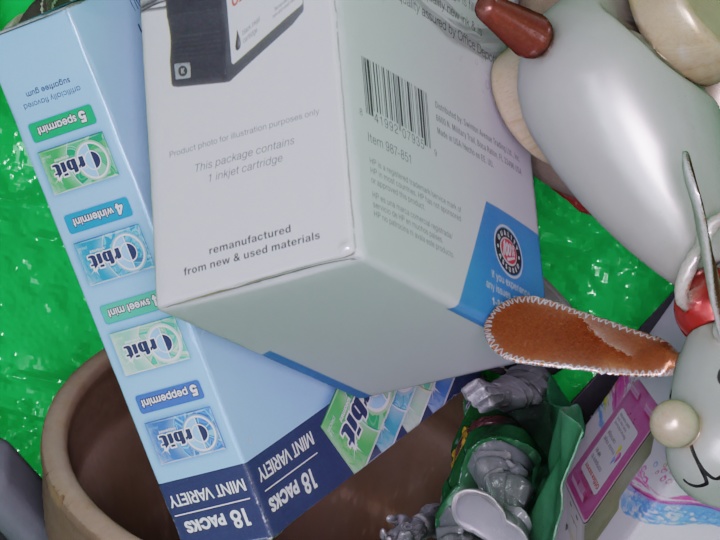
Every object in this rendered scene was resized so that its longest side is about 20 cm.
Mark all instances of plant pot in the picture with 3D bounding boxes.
[{"bbox_3d":[-0.036,0.138,1.218,0.200,0.200,0.175,18,124,18],"label":"plant pot"}]

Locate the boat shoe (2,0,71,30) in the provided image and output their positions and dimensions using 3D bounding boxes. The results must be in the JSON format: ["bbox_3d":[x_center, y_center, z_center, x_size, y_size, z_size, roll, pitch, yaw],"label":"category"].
[{"bbox_3d":[-0.099,-0.064,1.209,0.072,0.200,0.060,24,114,-30],"label":"boat shoe"}]

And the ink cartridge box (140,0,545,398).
[{"bbox_3d":[-0.007,-0.072,1.044,0.084,0.145,0.200,-15,69,27],"label":"ink cartridge box"}]

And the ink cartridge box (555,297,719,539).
[{"bbox_3d":[0.155,0.091,1.080,0.144,0.085,0.200,24,115,-20],"label":"ink cartridge box"}]

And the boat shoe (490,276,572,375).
[{"bbox_3d":[0.000,0.000,1.224,0.200,0.074,0.060,29,109,18],"label":"boat shoe"}]

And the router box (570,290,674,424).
[{"bbox_3d":[0.202,0.038,1.158,0.157,0.052,0.200,44,113,9],"label":"router box"}]

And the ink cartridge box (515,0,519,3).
[{"bbox_3d":[0.017,-0.168,1.179,0.146,0.083,0.200,12,106,20],"label":"ink cartridge box"}]

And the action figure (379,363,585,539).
[{"bbox_3d":[0.047,0.077,1.066,0.055,0.200,0.118,28,104,-2],"label":"action figure"}]

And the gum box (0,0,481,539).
[{"bbox_3d":[-0.042,-0.019,1.099,0.045,0.170,0.200,-16,100,33],"label":"gum box"}]

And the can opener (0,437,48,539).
[{"bbox_3d":[-0.124,0.147,1.262,0.053,0.067,0.200,-17,132,17],"label":"can opener"}]

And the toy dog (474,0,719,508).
[{"bbox_3d":[0.089,-0.026,0.987,0.132,0.096,0.200,-54,45,25],"label":"toy dog"}]

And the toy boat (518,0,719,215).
[{"bbox_3d":[0.144,-0.110,1.117,0.130,0.131,0.200,18,95,44],"label":"toy boat"}]
